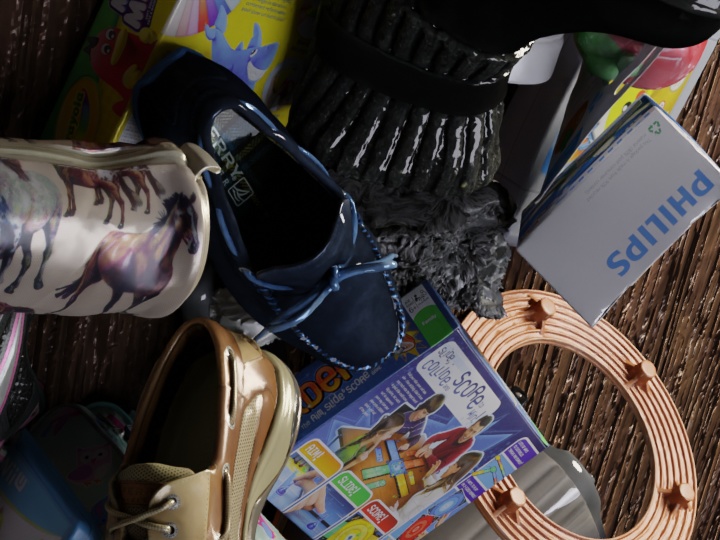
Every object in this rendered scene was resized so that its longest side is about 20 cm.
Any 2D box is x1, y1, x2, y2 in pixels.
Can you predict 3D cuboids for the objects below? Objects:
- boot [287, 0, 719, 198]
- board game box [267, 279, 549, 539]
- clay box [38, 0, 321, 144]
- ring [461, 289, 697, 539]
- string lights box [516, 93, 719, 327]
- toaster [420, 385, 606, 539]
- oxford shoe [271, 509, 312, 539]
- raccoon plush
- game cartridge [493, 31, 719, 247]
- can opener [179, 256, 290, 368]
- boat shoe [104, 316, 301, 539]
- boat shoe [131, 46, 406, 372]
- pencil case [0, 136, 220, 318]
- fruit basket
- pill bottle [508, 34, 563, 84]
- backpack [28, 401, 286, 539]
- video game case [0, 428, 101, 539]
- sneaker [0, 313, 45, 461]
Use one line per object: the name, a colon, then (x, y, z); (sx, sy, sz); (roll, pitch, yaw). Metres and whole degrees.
boot: (0.069, -0.100, 1.109); (0.079, 0.210, 0.159); (-28, 134, -52)
board game box: (0.017, 0.091, 1.312); (0.135, 0.035, 0.200); (-35, 152, 1)
clay box: (-0.064, -0.123, 1.147); (0.115, 0.048, 0.201); (9, 112, -54)
ring: (0.132, 0.101, 1.486); (0.200, 0.201, 0.019); (-15, 164, -44)
string lights box: (0.139, -0.036, 1.308); (0.103, 0.059, 0.200); (-45, -179, 7)
toaster: (0.080, 0.173, 1.548); (0.129, 0.114, 0.200); (-41, 147, -14)
oxford shoe: (-0.009, 0.146, 1.443); (0.071, 0.073, 0.201); (14, 108, -54)
raccoon plush: (0.000, 0.000, 1.285); (0.199, 0.097, 0.134); (-27, 147, -17)
game cartridge: (0.142, -0.101, 1.444); (0.133, 0.040, 0.201); (9, 113, -50)
can opener: (-0.055, 0.055, 1.336); (0.201, 0.053, 0.067); (80, 25, -48)
boat shoe: (-0.087, 0.112, 1.099); (0.074, 0.075, 0.201); (49, 44, -46)
boat shoe: (-0.038, -0.013, 1.129); (0.084, 0.069, 0.200); (-48, 128, -4)
pencil case: (-0.161, -0.025, 1.030); (0.199, 0.078, 0.090); (3, 133, -28)
fruit basket: (0.148, -0.150, 1.242); (0.185, 0.094, 0.200); (-52, -176, 38)
pill bottle: (0.080, -0.199, 1.182); (0.113, 0.113, 0.201); (-7, 120, -49)
backpack: (-0.115, 0.176, 1.218); (0.176, 0.200, 0.153); (-50, 144, -3)
video game case: (-0.205, 0.171, 1.159); (0.018, 0.143, 0.201); (29, 97, -35)
sneaker: (-0.187, 0.072, 1.132); (0.086, 0.080, 0.201); (-1, 123, -40)
